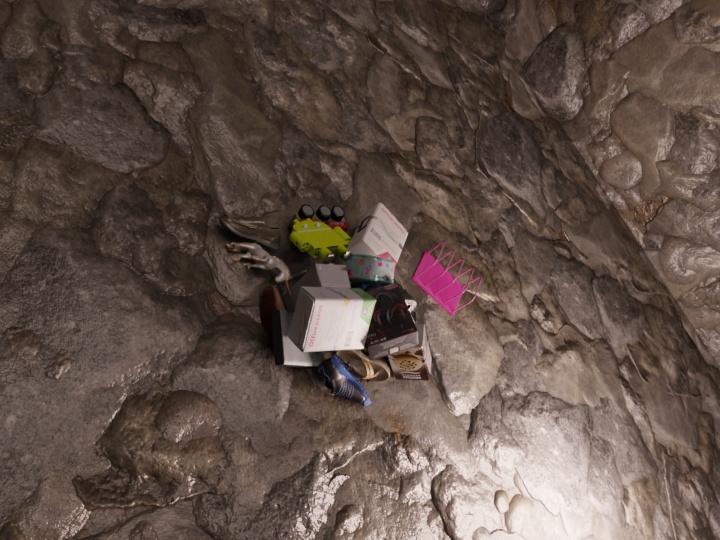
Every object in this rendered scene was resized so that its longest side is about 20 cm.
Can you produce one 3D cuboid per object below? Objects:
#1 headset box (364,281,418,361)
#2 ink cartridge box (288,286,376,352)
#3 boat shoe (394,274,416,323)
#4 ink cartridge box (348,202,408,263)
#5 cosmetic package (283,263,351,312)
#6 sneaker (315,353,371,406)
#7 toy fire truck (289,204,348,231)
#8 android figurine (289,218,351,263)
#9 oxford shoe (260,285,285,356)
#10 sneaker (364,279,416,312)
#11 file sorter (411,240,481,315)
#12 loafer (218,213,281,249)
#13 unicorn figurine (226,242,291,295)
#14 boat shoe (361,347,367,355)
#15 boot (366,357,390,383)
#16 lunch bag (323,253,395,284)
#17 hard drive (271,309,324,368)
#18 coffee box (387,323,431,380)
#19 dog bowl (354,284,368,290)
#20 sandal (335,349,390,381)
[{"bbox_3d":[0.062,0.132,1.677,0.145,0.076,0.202,-16,51,-6],"label":"headset box"},{"bbox_3d":[-0.073,0.125,1.548,0.197,0.148,0.087,1,20,-39],"label":"ink cartridge box"},{"bbox_3d":[0.135,0.109,1.929,0.066,0.074,0.202,22,41,-62],"label":"boat shoe"},{"bbox_3d":[0.056,-0.092,1.878,0.145,0.084,0.202,45,41,-19],"label":"ink cartridge box"},{"bbox_3d":[-0.122,0.062,1.661,0.105,0.199,0.092,1,65,-35],"label":"cosmetic package"},{"bbox_3d":[-0.047,0.322,1.677,0.201,0.077,0.070,53,3,-25],"label":"sneaker"},{"bbox_3d":[-0.115,-0.079,1.815,0.173,0.129,0.203,-2,58,-37],"label":"toy fire truck"},{"bbox_3d":[-0.115,-0.089,1.670,0.179,0.042,0.200,-8,39,-38],"label":"android figurine"},{"bbox_3d":[-0.222,0.141,1.642,0.074,0.070,0.205,3,71,-50],"label":"oxford shoe"},{"bbox_3d":[0.072,0.071,1.828,0.197,0.077,0.114,11,23,-38],"label":"sneaker"},{"bbox_3d":[0.305,0.021,2.063,0.199,0.125,0.140,41,48,-12],"label":"file sorter"},{"bbox_3d":[-0.308,-0.124,1.694,0.198,0.075,0.071,22,93,-37],"label":"loafer"},{"bbox_3d":[-0.273,-0.026,1.648,0.136,0.074,0.201,0,43,-54],"label":"unicorn figurine"},{"bbox_3d":[-0.031,0.190,1.713,0.200,0.073,0.063,44,42,-11],"label":"boat shoe"},{"bbox_3d":[0.057,0.228,1.805,0.184,0.064,0.203,-20,79,-33],"label":"boot"},{"bbox_3d":[0.000,0.000,1.735,0.160,0.196,0.079,17,78,-61],"label":"lunch bag"},{"bbox_3d":[-0.165,0.188,1.612,0.199,0.032,0.143,20,59,-60],"label":"hard drive"},{"bbox_3d":[0.143,0.242,1.759,0.202,0.110,0.081,71,23,-51],"label":"coffee box"},{"bbox_3d":[0.026,-0.017,1.921,0.110,0.049,0.204,25,54,-25],"label":"dog bowl"},{"bbox_3d":[0.002,0.267,1.666,0.199,0.080,0.055,39,35,-32],"label":"sandal"}]
